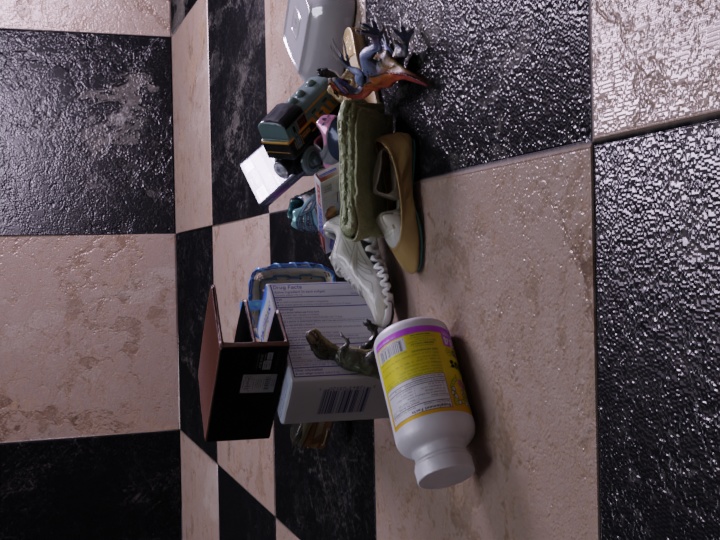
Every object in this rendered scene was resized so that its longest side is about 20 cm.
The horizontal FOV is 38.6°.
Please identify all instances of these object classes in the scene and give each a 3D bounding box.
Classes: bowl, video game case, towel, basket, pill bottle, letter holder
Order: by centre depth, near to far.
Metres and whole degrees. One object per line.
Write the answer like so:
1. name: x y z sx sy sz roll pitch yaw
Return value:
1. pill bottle: 0.085 0.168 1.301 0.105 0.103 0.202 116 147 -53
2. towel: 0.009 -0.144 1.479 0.036 0.148 0.203 -2 93 26
3. letter holder: -0.179 0.133 1.523 0.143 0.099 0.201 -109 26 -45
4. video game case: -0.115 -0.209 1.778 0.199 0.019 0.143 -39 40 7
5. basket: -0.114 0.056 1.779 0.200 0.174 0.141 92 176 -85
6. bowl: -0.079 -0.427 1.787 0.201 0.074 0.201 -112 27 -43

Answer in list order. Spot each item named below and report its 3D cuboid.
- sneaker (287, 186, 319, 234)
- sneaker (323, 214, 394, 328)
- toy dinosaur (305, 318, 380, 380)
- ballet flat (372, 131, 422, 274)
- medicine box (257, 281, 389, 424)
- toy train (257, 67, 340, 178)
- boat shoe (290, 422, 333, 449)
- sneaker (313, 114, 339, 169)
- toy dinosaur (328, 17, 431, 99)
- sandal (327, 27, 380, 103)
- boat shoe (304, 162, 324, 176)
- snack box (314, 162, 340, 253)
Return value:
1. sneaker: -0.081 -0.115 1.751 0.200 0.085 0.079 -95 7 -72
2. sneaker: 0.000 0.000 1.544 0.075 0.080 0.202 83 171 -64
3. toy dinosaur: 0.021 0.120 1.469 0.089 0.198 0.048 -60 -11 -26
4. ballet flat: 0.047 -0.095 1.455 0.069 0.062 0.203 162 106 -67
5. medicine box: -0.047 0.120 1.562 0.201 0.180 0.104 -110 27 -43
6. toy train: -0.082 -0.237 1.646 0.085 0.200 0.115 11 137 36
7. boat shoe: -0.053 0.218 1.755 0.076 0.073 0.201 -102 35 -67
8. sneaker: -0.034 -0.176 1.607 0.070 0.082 0.201 -54 -11 -27
9. toy dinosaur: 0.010 -0.284 1.494 0.182 0.104 0.202 111 149 -55
10. sandal: -0.021 -0.294 1.630 0.078 0.069 0.214 121 143 -57
11. boat shoe: -0.089 -0.209 1.830 0.200 0.074 0.063 -128 30 -68
12. snack box: -0.031 -0.098 1.588 0.024 0.071 0.201 56 164 26
